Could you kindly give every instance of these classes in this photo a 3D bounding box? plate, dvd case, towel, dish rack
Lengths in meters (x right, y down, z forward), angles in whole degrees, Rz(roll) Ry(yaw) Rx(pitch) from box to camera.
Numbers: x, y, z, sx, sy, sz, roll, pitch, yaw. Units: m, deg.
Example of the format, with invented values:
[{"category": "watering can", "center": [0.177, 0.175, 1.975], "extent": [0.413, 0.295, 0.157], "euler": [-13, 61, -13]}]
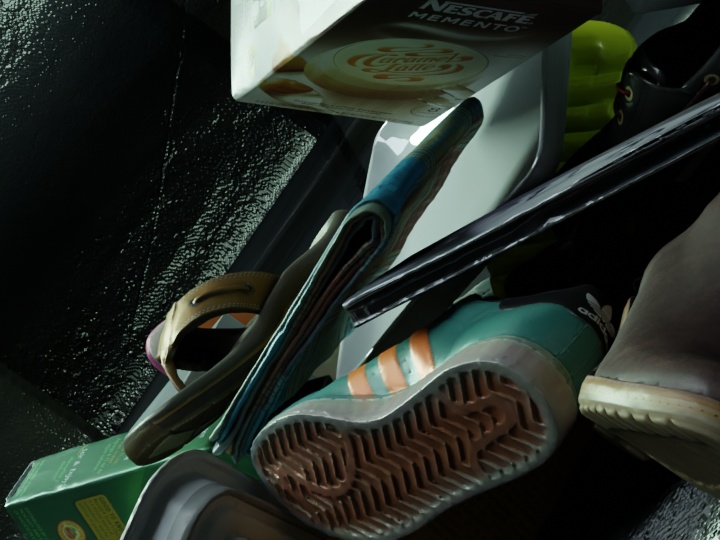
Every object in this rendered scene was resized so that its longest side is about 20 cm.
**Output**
[{"category": "plate", "center": [0.056, -0.058, 1.324], "extent": [0.200, 0.032, 0.201], "euler": [-49, 22, 41]}, {"category": "dvd case", "center": [0.093, -0.035, 1.119], "extent": [0.199, 0.016, 0.149], "euler": [-27, 1, 13]}, {"category": "towel", "center": [0.000, 0.000, 1.209], "extent": [0.147, 0.022, 0.200], "euler": [-57, -4, 23]}, {"category": "dish rack", "center": [-0.056, 0.184, 1.162], "extent": [0.200, 0.043, 0.173], "euler": [35, -105, -57]}]

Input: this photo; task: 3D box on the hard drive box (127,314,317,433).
[{"category": "hard drive box", "center": [-0.071, 0.145, 1.398], "extent": [0.200, 0.155, 0.077], "euler": [-48, 9, 39]}]

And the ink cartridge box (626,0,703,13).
[{"category": "ink cartridge box", "center": [0.210, -0.216, 1.200], "extent": [0.145, 0.083, 0.200], "euler": [-14, -23, -37]}]

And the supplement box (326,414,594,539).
[{"category": "supplement box", "center": [0.038, 0.111, 1.150], "extent": [0.066, 0.069, 0.201], "euler": [-1, 54, 56]}]

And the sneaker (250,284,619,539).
[{"category": "sneaker", "center": [0.035, 0.059, 1.090], "extent": [0.199, 0.072, 0.080], "euler": [-22, 16, 48]}]

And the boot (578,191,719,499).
[{"category": "boot", "center": [0.148, -0.003, 0.953], "extent": [0.167, 0.072, 0.200], "euler": [-58, 4, -2]}]

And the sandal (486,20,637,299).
[{"category": "sandal", "center": [0.117, -0.033, 1.340], "extent": [0.087, 0.079, 0.201], "euler": [69, -150, -47]}]

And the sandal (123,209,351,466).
[{"category": "sandal", "center": [-0.062, 0.025, 1.255], "extent": [0.200, 0.055, 0.082], "euler": [-50, 1, -39]}]

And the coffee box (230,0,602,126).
[{"category": "coffee box", "center": [0.022, -0.140, 1.261], "extent": [0.200, 0.114, 0.080], "euler": [150, 122, -64]}]

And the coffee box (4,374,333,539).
[{"category": "coffee box", "center": [-0.071, 0.132, 1.310], "extent": [0.199, 0.123, 0.044], "euler": [-19, 25, 33]}]

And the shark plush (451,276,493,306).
[{"category": "shark plush", "center": [0.069, 0.035, 1.343], "extent": [0.083, 0.091, 0.200], "euler": [-24, 3, 1]}]

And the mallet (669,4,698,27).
[{"category": "mallet", "center": [0.160, -0.065, 1.313], "extent": [0.066, 0.041, 0.201], "euler": [-48, 15, 50]}]

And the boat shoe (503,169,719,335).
[{"category": "boat shoe", "center": [0.122, -0.004, 1.154], "extent": [0.072, 0.065, 0.200], "euler": [-57, 8, -25]}]

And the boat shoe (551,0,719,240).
[{"category": "boat shoe", "center": [0.152, -0.087, 1.219], "extent": [0.201, 0.063, 0.074], "euler": [-42, 23, 31]}]

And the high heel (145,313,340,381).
[{"category": "high heel", "center": [-0.031, 0.053, 1.460], "extent": [0.096, 0.198, 0.068], "euler": [129, 133, -63]}]
